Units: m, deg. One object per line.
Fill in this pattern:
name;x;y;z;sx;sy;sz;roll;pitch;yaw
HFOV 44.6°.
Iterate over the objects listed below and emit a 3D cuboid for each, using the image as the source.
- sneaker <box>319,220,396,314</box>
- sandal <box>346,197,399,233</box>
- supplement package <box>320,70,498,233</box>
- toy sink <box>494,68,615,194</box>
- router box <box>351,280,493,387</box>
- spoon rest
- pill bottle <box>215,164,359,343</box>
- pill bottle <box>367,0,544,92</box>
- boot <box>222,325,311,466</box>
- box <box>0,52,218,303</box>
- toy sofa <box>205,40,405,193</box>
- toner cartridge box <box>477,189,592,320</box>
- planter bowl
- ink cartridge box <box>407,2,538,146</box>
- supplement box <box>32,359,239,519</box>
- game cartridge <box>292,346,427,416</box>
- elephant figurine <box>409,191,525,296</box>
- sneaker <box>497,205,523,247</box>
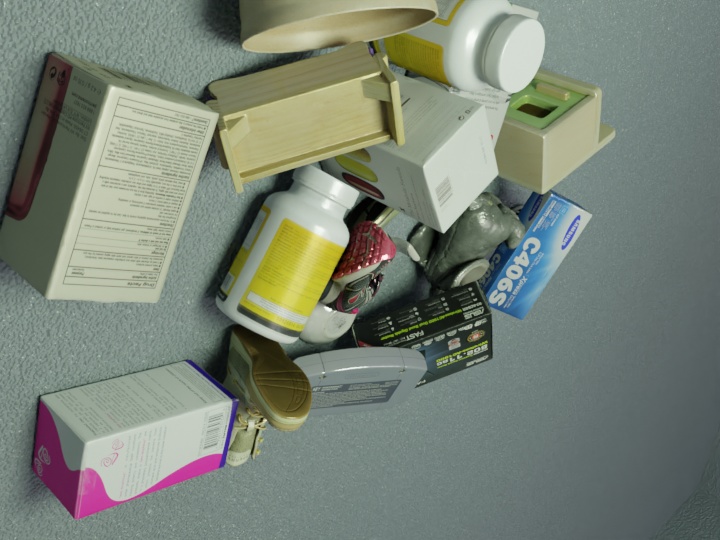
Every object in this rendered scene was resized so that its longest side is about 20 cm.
sneaker;0.000;0.000;1.097;0.074;0.200;0.081;27;67;-12
sandal;0.066;-0.101;1.198;0.201;0.080;0.057;-40;117;-12
supplement package;0.045;-0.150;1.036;0.110;0.200;0.114;-46;141;-19
toy sink;0.285;-0.227;1.333;0.200;0.130;0.112;-35;137;-29
router box;0.096;0.108;1.302;0.199;0.062;0.150;-20;148;-3
spoon rest;-0.011;0.026;1.227;0.200;0.061;0.099;-41;141;-3
pill bottle;-0.082;-0.023;1.047;0.112;0.112;0.201;23;96;-54
pill bottle;0.107;-0.273;1.013;0.112;0.200;0.112;-29;135;-34
boot;-0.128;0.176;1.066;0.072;0.200;0.155;10;110;-29
box;-0.238;-0.082;0.821;0.128;0.109;0.201;6;110;-52
toy sofa;-0.059;-0.165;0.933;0.199;0.098;0.083;-18;133;-8
toner cartridge box;0.263;-0.027;1.363;0.095;0.043;0.201;21;108;-32
planter bowl;-0.031;-0.303;0.870;0.200;0.200;0.135;-16;100;-44
ink cartridge box;0.138;-0.265;1.168;0.146;0.084;0.201;-5;118;-49
supplement box;-0.253;0.185;0.995;0.200;0.103;0.102;-10;123;-48
game cartridge;-0.014;0.155;1.222;0.199;0.042;0.133;-1;140;-23
elephant figurine;0.143;-0.023;1.319;0.155;0.142;0.200;29;108;-26
sneaker;0.277;-0.055;1.457;0.199;0.112;0.073;-6;120;-48
